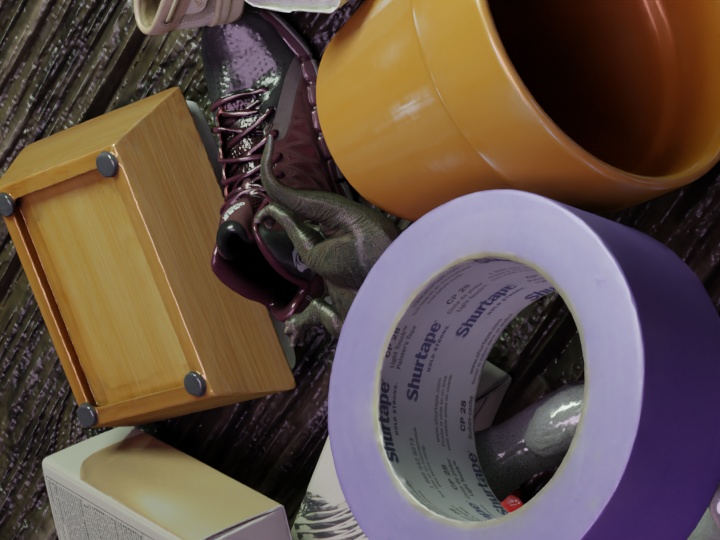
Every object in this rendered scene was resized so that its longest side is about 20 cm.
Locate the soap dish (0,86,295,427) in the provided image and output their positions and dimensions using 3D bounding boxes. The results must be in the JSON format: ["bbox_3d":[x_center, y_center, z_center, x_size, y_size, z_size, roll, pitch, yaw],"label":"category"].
[{"bbox_3d":[-0.140,0.001,1.414,0.157,0.081,0.201,-15,99,43],"label":"soap dish"}]

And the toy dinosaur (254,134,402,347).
[{"bbox_3d":[0.000,0.000,1.283,0.102,0.077,0.201,8,125,36],"label":"toy dinosaur"}]

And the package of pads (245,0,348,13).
[{"bbox_3d":[-0.016,-0.252,1.238,0.068,0.155,0.202,6,109,15],"label":"package of pads"}]

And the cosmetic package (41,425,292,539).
[{"bbox_3d":[-0.119,0.177,1.421,0.199,0.071,0.106,21,127,53],"label":"cosmetic package"}]

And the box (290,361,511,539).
[{"bbox_3d":[0.015,0.137,1.390,0.082,0.068,0.201,29,117,20],"label":"box"}]

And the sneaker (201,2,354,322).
[{"bbox_3d":[-0.061,-0.062,1.345,0.075,0.115,0.201,-21,94,32],"label":"sneaker"}]

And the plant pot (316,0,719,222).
[{"bbox_3d":[0.077,-0.112,1.223,0.183,0.200,0.201,-25,92,47],"label":"plant pot"}]

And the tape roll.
[{"bbox_3d":[0.084,0.065,1.133,0.199,0.085,0.202,-10,74,39],"label":"tape roll"}]

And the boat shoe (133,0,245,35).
[{"bbox_3d":[-0.102,-0.211,1.274,0.072,0.065,0.201,60,159,31],"label":"boat shoe"}]

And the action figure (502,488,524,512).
[{"bbox_3d":[0.102,0.203,1.328,0.066,0.051,0.201,119,144,-50],"label":"action figure"}]

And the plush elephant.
[{"bbox_3d":[0.175,0.124,1.197,0.200,0.155,0.164,-42,128,15],"label":"plush elephant"}]
